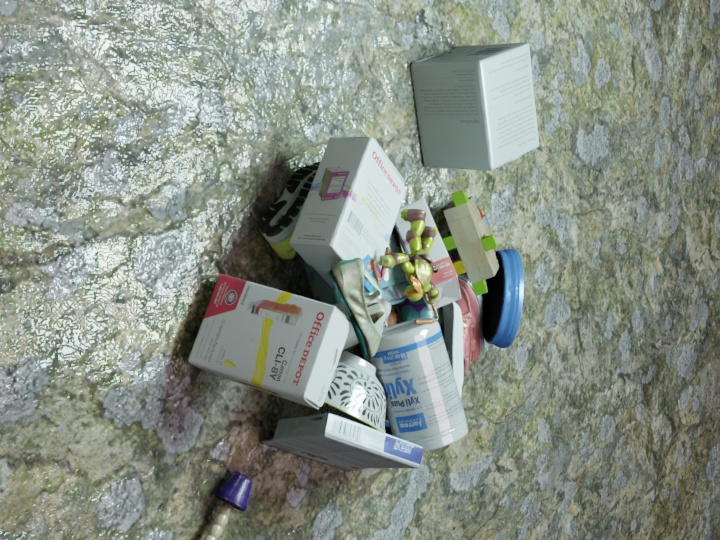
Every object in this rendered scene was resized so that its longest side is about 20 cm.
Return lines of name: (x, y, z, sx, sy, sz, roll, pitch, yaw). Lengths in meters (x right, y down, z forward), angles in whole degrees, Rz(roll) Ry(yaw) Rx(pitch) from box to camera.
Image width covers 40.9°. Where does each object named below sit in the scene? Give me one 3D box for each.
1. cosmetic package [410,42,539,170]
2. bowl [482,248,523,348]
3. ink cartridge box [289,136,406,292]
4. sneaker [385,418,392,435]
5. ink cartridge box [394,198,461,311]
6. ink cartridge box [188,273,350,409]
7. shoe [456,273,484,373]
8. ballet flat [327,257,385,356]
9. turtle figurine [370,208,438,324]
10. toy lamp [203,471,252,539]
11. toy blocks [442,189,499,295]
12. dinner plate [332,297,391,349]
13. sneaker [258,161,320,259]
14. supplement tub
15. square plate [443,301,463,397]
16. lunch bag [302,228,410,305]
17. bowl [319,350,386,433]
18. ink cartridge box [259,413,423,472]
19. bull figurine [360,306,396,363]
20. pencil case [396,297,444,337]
cosmetic package: (0.216, -0.307, 1.806, 0.167, 0.165, 0.202, -27, 116, -43)
bowl: (0.283, 0.055, 1.952, 0.039, 0.201, 0.203, 6, 93, -6)
ink cartridge box: (-0.015, -0.089, 1.514, 0.145, 0.084, 0.201, 50, 54, -50)
sneaker: (0.026, 0.309, 1.771, 0.200, 0.145, 0.081, -112, -166, -85)
ink cartridge box: (0.109, -0.044, 1.702, 0.117, 0.067, 0.201, 68, 0, -67)
ink cartridge box: (-0.134, 0.104, 1.441, 0.083, 0.198, 0.146, 51, 56, -67)
shoe: (0.199, 0.110, 1.928, 0.091, 0.071, 0.202, -46, 133, -46)
ballet flat: (0.008, 0.059, 1.470, 0.062, 0.068, 0.201, -24, 136, -2)
turtle figurine: (0.086, -0.017, 1.543, 0.200, 0.064, 0.163, 38, 46, -41)
toy lamp: (-0.230, 0.411, 1.506, 0.058, 0.058, 0.201, 47, 61, -42)
toy blocks: (0.223, -0.068, 1.896, 0.202, 0.099, 0.137, 68, 19, -9)
dinner plate: (-0.040, 0.101, 1.581, 0.199, 0.200, 0.024, 9, 53, -49)
sneaker: (-0.087, -0.098, 1.575, 0.200, 0.078, 0.091, -48, 139, -27)
supplement tub: (0.095, 0.191, 1.623, 0.131, 0.131, 0.202, -20, 94, -45)
square plate: (0.165, 0.135, 1.827, 0.028, 0.200, 0.200, -3, 102, -7)
lunch bag: (0.000, 0.000, 1.650, 0.199, 0.077, 0.162, -17, 90, -46)
bowl: (-0.031, 0.185, 1.579, 0.200, 0.200, 0.095, 38, 73, -45)
ink cartridge box: (-0.033, 0.282, 1.573, 0.199, 0.199, 0.041, 25, 65, -31)
bull figurine: (0.029, 0.154, 1.738, 0.121, 0.064, 0.202, 21, 70, -78)
pencil case: (0.109, 0.126, 1.774, 0.085, 0.091, 0.202, 9, 78, -75)
